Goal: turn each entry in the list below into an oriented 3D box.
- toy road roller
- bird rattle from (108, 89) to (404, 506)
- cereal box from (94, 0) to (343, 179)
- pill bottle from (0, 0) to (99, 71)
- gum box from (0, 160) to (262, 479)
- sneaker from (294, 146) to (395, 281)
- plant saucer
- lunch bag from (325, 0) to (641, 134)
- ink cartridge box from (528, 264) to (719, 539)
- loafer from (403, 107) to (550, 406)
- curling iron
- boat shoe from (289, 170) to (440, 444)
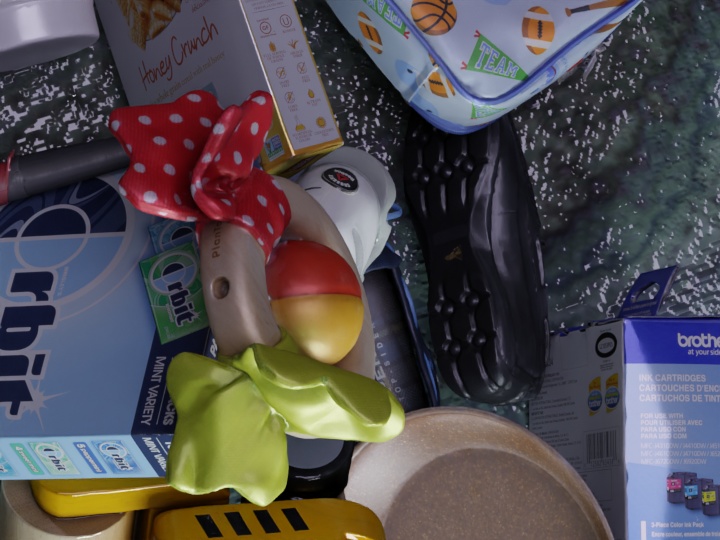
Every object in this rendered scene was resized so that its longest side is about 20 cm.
[{"bbox_3d":[-0.083,0.157,1.397,0.199,0.123,0.147,-3,51,-13],"label":"toy road roller"},{"bbox_3d":[-0.048,0.011,1.301,0.112,0.163,0.201,-26,71,20],"label":"bird rattle"},{"bbox_3d":[-0.088,-0.136,1.442,0.039,0.144,0.201,-16,83,-33],"label":"cereal box"},{"bbox_3d":[-0.199,-0.211,1.444,0.109,0.109,0.201,-13,87,-18],"label":"pill bottle"},{"bbox_3d":[-0.155,0.023,1.375,0.199,0.045,0.171,-3,54,21],"label":"gum box"},{"bbox_3d":[-0.045,0.036,1.434,0.074,0.089,0.201,21,116,12],"label":"sneaker"},{"bbox_3d":[0.064,0.170,1.459,0.037,0.200,0.201,-12,86,-55],"label":"plant saucer"},{"bbox_3d":[0.059,-0.182,1.490,0.160,0.076,0.200,-38,87,-19],"label":"lunch bag"},{"bbox_3d":[0.150,0.099,1.498,0.076,0.136,0.201,0,83,-20],"label":"ink cartridge box"},{"bbox_3d":[0.069,-0.022,1.532,0.070,0.068,0.202,15,65,-54],"label":"loafer"},{"bbox_3d":[-0.183,-0.054,1.399,0.199,0.026,0.050,-10,48,15],"label":"curling iron"},{"bbox_3d":[0.000,0.000,1.499,0.084,0.069,0.201,-31,93,-18],"label":"boat shoe"}]
